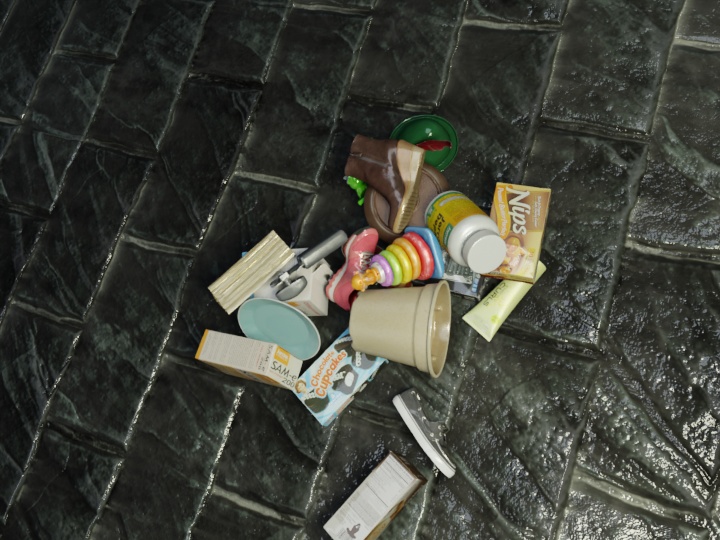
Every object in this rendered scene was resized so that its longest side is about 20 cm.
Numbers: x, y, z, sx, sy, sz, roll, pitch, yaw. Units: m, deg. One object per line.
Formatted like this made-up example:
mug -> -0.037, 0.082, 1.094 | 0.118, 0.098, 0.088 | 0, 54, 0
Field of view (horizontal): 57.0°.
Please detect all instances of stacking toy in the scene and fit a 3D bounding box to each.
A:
stacking toy -> 0.064, -0.006, 1.378 | 0.199, 0.110, 0.117 | -25, 105, -24

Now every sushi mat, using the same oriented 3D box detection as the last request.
sushi mat -> -0.243, 0.002, 1.470 | 0.200, 0.012, 0.096 | -43, 60, -8

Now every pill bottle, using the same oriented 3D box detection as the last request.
pill bottle -> 0.216, -0.077, 1.356 | 0.113, 0.113, 0.200 | -35, 34, 3

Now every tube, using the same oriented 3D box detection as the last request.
tube -> 0.314, 0.054, 1.422 | 0.200, 0.052, 0.058 | -47, 28, 0

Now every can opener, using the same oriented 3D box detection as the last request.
can opener -> -0.107, -0.010, 1.433 | 0.200, 0.053, 0.067 | -35, 104, -12

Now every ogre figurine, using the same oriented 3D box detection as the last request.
ogre figurine -> 0.045, -0.200, 1.547 | 0.120, 0.200, 0.098 | -37, 25, 14

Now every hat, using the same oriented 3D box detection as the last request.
hat -> 0.140, -0.324, 1.523 | 0.199, 0.176, 0.167 | 9, 76, 18

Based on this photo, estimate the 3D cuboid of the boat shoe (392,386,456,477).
boat shoe -> 0.146, 0.329, 1.374 | 0.066, 0.070, 0.200 | -38, 59, 3

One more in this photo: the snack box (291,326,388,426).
snack box -> -0.047, 0.232, 1.473 | 0.200, 0.037, 0.116 | -46, 66, -2

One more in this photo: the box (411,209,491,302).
box -> 0.217, -0.045, 1.480 | 0.157, 0.050, 0.201 | 15, 77, 20

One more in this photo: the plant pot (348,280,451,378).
plant pot -> 0.080, 0.114, 1.387 | 0.182, 0.200, 0.202 | 4, 74, 18

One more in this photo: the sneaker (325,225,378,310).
sneaker -> 0.000, 0.000, 1.458 | 0.087, 0.074, 0.201 | 44, 117, 41

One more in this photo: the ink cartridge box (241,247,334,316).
ink cartridge box -> -0.160, 0.031, 1.521 | 0.199, 0.129, 0.126 | -3, 70, 16

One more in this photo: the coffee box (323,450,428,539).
coffee box -> 0.034, 0.468, 1.332 | 0.080, 0.114, 0.200 | 41, 86, 24

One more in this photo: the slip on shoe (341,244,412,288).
slip on shoe -> 0.035, -0.016, 1.518 | 0.200, 0.061, 0.074 | 38, 87, 25

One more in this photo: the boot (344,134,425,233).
boot -> 0.043, -0.192, 1.447 | 0.166, 0.072, 0.201 | 14, 88, 20

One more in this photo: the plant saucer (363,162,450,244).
plant saucer -> 0.104, -0.153, 1.475 | 0.199, 0.034, 0.201 | -1, 84, 8

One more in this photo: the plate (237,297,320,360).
plate -> -0.178, 0.126, 1.477 | 0.199, 0.201, 0.026 | 8, 44, 18

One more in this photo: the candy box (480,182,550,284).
candy box -> 0.327, -0.080, 1.401 | 0.115, 0.055, 0.201 | 10, 76, 19

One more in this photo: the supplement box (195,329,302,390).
supplement box -> -0.248, 0.199, 1.476 | 0.199, 0.126, 0.074 | 7, 69, 29
